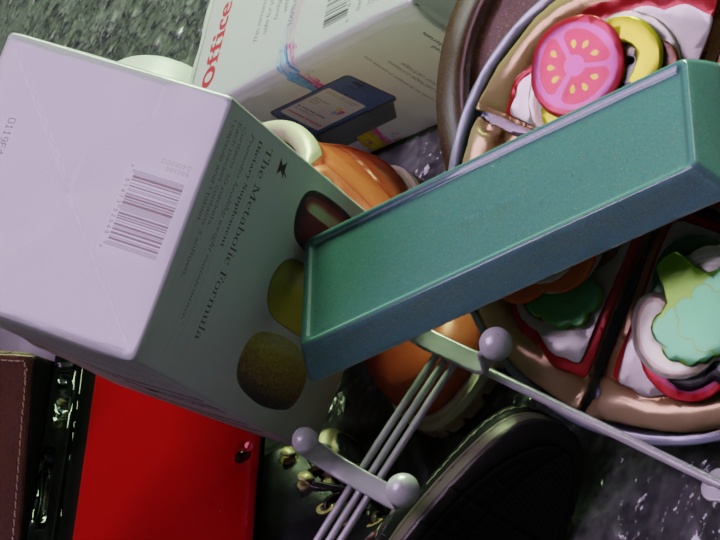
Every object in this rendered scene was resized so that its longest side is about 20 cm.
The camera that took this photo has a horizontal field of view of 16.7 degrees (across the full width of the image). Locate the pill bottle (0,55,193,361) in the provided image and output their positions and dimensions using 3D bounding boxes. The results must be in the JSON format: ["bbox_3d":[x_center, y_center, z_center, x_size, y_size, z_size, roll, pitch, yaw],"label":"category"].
[{"bbox_3d":[-0.140,-0.025,1.348,0.116,0.116,0.200,-35,20,37],"label":"pill bottle"}]

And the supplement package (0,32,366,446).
[{"bbox_3d":[-0.080,-0.006,1.043,0.109,0.200,0.114,18,83,23],"label":"supplement package"}]

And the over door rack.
[{"bbox_3d":[0.047,0.106,0.947,0.199,0.067,0.148,28,81,33],"label":"over door rack"}]

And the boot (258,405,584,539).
[{"bbox_3d":[0.008,0.117,1.089,0.201,0.073,0.151,-59,30,15],"label":"boot"}]

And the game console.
[{"bbox_3d":[-0.099,0.125,1.199,0.173,0.118,0.201,88,-176,-45],"label":"game console"}]

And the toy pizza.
[{"bbox_3d":[0.119,-0.031,0.974,0.199,0.032,0.202,-2,87,29],"label":"toy pizza"}]

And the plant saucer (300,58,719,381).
[{"bbox_3d":[0.054,-0.021,0.965,0.199,0.019,0.070,-26,43,29],"label":"plant saucer"}]

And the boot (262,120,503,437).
[{"bbox_3d":[0.000,0.000,1.161,0.075,0.107,0.200,-49,34,14],"label":"boot"}]

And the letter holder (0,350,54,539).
[{"bbox_3d":[-0.231,0.140,1.223,0.101,0.141,0.201,81,-168,-85],"label":"letter holder"}]

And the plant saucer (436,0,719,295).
[{"bbox_3d":[0.114,-0.077,1.015,0.199,0.032,0.202,-2,87,28],"label":"plant saucer"}]

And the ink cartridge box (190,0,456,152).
[{"bbox_3d":[0.006,-0.147,1.292,0.199,0.087,0.146,-20,49,46],"label":"ink cartridge box"}]
